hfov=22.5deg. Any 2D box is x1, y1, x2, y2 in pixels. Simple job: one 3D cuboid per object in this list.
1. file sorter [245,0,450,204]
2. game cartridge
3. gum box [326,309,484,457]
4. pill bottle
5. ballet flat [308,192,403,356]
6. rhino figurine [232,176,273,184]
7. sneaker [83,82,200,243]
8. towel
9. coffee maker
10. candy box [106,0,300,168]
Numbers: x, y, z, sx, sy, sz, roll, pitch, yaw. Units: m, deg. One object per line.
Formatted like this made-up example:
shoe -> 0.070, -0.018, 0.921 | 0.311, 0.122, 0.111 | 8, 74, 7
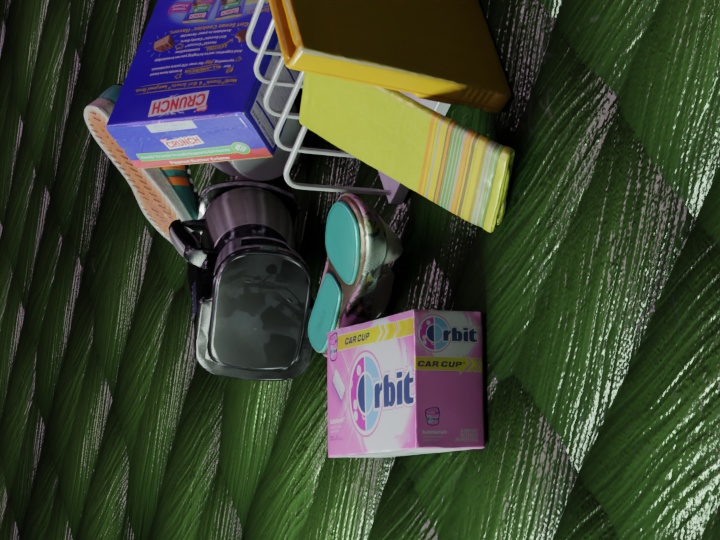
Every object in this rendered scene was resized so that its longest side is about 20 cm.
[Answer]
file sorter -> -0.018, -0.183, 1.646 | 0.139, 0.124, 0.200 | 117, 148, -41
game cartridge -> 0.015, -0.215, 1.480 | 0.032, 0.200, 0.177 | -51, 41, 39
gum box -> 0.033, 0.102, 1.563 | 0.200, 0.066, 0.114 | 161, 109, -65
pill bottle -> -0.130, -0.164, 1.915 | 0.200, 0.110, 0.111 | -134, 52, -59
ballet flat -> 0.000, 0.000, 1.640 | 0.069, 0.071, 0.200 | 57, 150, 36
rhino figurine -> -0.137, -0.045, 1.980 | 0.200, 0.060, 0.088 | 143, 123, -62
sneaker -> -0.211, -0.115, 1.950 | 0.071, 0.080, 0.200 | -6, 120, 54
towel -> 0.036, -0.110, 1.479 | 0.200, 0.018, 0.086 | 31, 137, 20
coffee maker -> -0.104, 0.031, 1.793 | 0.200, 0.134, 0.192 | -105, 0, -65
candy box -> -0.142, -0.205, 1.811 | 0.169, 0.077, 0.200 | -2, 53, 30
